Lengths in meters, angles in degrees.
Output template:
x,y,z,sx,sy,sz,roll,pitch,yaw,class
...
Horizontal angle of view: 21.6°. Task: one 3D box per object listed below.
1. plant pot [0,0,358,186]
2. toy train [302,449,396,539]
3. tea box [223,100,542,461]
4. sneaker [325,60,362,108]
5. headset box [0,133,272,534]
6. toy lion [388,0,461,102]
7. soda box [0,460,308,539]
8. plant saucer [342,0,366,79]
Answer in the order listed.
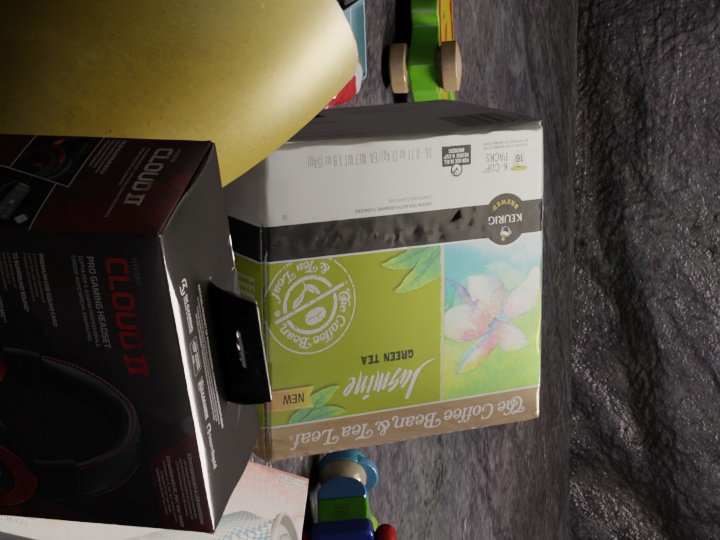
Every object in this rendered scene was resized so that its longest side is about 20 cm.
x,y,z,sx,sy,sz,roll,pitch,yaw,class
-0.122,-0.096,0.877,0.142,0.200,0.200,-55,156,-15,plant pot
-0.004,0.255,1.592,0.116,0.084,0.200,-91,174,-51,toy train
0.000,0.000,1.205,0.134,0.199,0.198,23,-63,60,tea box
-0.052,-0.110,1.326,0.200,0.071,0.113,14,75,-68,sneaker
-0.133,0.024,0.772,0.075,0.199,0.149,-68,157,-53,headset box
0.072,-0.199,1.844,0.192,0.068,0.200,-82,167,-50,toy lion
-0.120,0.114,0.929,0.200,0.063,0.069,22,69,-40,soda box
-0.028,-0.170,1.521,0.200,0.019,0.070,-53,143,-67,plant saucer
